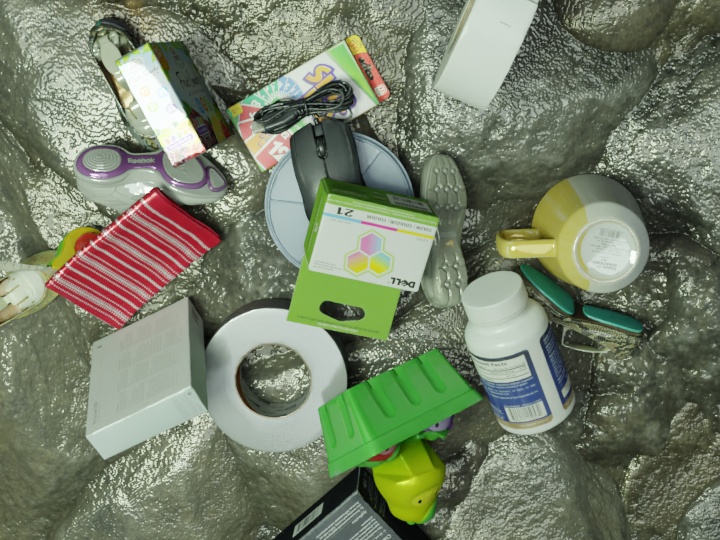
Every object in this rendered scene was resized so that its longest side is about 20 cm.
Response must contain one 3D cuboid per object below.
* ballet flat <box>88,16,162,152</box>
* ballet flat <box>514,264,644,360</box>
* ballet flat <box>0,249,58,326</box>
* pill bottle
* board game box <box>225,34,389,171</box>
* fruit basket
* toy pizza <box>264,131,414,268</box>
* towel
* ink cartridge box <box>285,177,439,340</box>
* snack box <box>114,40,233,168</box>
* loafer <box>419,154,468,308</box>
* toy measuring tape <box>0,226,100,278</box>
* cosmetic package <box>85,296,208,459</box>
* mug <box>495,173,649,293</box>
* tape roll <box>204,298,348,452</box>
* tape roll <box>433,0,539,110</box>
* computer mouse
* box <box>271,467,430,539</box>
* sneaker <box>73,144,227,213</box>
[{"bbox_3d":[-0.296,-0.233,1.499,0.072,0.072,0.201,-26,100,7],"label":"ballet flat"},{"bbox_3d":[0.281,0.067,1.547,0.199,0.068,0.076,26,117,-6],"label":"ballet flat"},{"bbox_3d":[-0.479,0.040,1.561,0.199,0.071,0.071,-29,99,7],"label":"ballet flat"},{"bbox_3d":[0.201,0.105,1.505,0.110,0.111,0.201,-21,117,6],"label":"pill bottle"},{"bbox_3d":[-0.068,-0.220,1.517,0.199,0.030,0.096,-30,100,5],"label":"board game box"},{"bbox_3d":[0.061,0.232,1.511,0.215,0.155,0.217,12,64,-25],"label":"fruit basket"},{"bbox_3d":[-0.027,-0.086,1.536,0.199,0.032,0.201,0,104,1],"label":"toy pizza"},{"bbox_3d":[-0.295,-0.013,1.521,0.200,0.023,0.145,-40,139,8],"label":"towel"},{"bbox_3d":[0.000,0.000,1.462,0.147,0.076,0.201,11,109,-13],"label":"ink cartridge box"},{"bbox_3d":[-0.226,-0.211,1.434,0.053,0.200,0.143,-28,99,8],"label":"snack box"},{"bbox_3d":[0.101,-0.051,1.523,0.070,0.070,0.201,2,84,-25],"label":"loafer"},{"bbox_3d":[-0.401,-0.027,1.523,0.199,0.074,0.074,7,103,-29],"label":"toy measuring tape"},{"bbox_3d":[-0.277,0.136,1.505,0.150,0.200,0.052,-23,123,6],"label":"cosmetic package"},{"bbox_3d":[0.286,-0.029,1.479,0.186,0.153,0.150,-35,99,8],"label":"mug"},{"bbox_3d":[-0.115,0.141,1.569,0.199,0.066,0.202,0,100,2],"label":"tape roll"},{"bbox_3d":[0.159,-0.300,1.404,0.070,0.202,0.203,24,101,-3],"label":"tape roll"},{"bbox_3d":[-0.049,-0.130,1.482,0.138,0.053,0.201,-18,103,4],"label":"computer mouse"},{"bbox_3d":[-0.015,0.411,1.600,0.200,0.104,0.182,-41,96,9],"label":"box"},{"bbox_3d":[-0.276,-0.116,1.526,0.199,0.100,0.075,7,57,-9],"label":"sneaker"}]
